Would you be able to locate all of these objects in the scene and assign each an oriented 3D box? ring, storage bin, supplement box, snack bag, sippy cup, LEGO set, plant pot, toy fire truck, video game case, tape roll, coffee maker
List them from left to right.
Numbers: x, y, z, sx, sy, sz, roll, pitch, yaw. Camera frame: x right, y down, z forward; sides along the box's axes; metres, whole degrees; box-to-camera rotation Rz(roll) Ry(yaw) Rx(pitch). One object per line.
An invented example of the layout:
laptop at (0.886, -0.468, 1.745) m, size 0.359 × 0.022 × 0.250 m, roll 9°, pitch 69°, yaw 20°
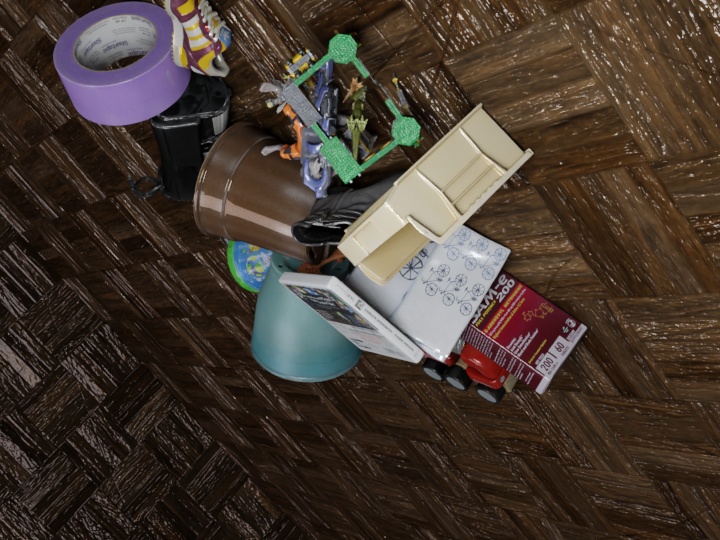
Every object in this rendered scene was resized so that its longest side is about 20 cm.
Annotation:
tape roll at (-0.376, -0.329, 1.555) m, size 0.199 × 0.200 × 0.085 m, roll 28°, pitch 152°, yaw 28°
coffee maker at (-0.301, -0.215, 1.644) m, size 0.135 × 0.192 × 0.200 m, roll 48°, pitch 159°, yaw 27°
sippy cup at (-0.155, -0.033, 1.810) m, size 0.178 × 0.140 × 0.130 m, roll 38°, pitch 149°, yaw -31°
plant pot at (-0.129, -0.112, 1.574) m, size 0.197 × 0.201 × 0.201 m, roll 24°, pitch 151°, yaw 20°
plant pot at (-0.088, 0.054, 1.686) m, size 0.199 × 0.200 × 0.189 m, roll 28°, pitch 131°, yaw 29°
LEGO set at (-0.016, -0.215, 1.300) m, size 0.200 × 0.154 × 0.116 m, roll 43°, pitch -170°, yaw -9°
video game case at (-0.017, 0.066, 1.448) m, size 0.182 × 0.023 × 0.200 m, roll 41°, pitch 166°, yaw -20°
ring at (0.000, 0.000, 1.551) m, size 0.200 × 0.200 × 0.019 m, roll 15°, pitch 117°, yaw 45°
snack bag at (0.088, 0.004, 1.426) m, size 0.199 × 0.189 × 0.021 m, roll 31°, pitch 175°, yaw 19°
storage bin at (0.088, -0.090, 1.261) m, size 0.094 × 0.199 × 0.200 m, roll 47°, pitch 156°, yaw -2°
toy fire truck at (0.162, 0.094, 1.571) m, size 0.175 × 0.129 × 0.200 m, roll 19°, pitch 157°, yaw 40°
supplement box at (0.217, 0.076, 1.443) m, size 0.200 × 0.109 × 0.061 m, roll 35°, pitch 156°, yaw 14°

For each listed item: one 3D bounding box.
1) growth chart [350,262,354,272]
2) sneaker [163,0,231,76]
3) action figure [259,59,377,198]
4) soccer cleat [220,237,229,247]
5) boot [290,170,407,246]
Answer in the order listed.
growth chart at (0.008, -0.008, 1.727) m, size 0.145 × 0.018 × 0.200 m, roll 48°, pitch 155°, yaw -13°
sneaker at (-0.232, -0.370, 1.447) m, size 0.090 × 0.075 × 0.200 m, roll 19°, pitch 151°, yaw 7°
action figure at (-0.058, -0.219, 1.425) m, size 0.193 × 0.104 × 0.201 m, roll 25°, pitch 118°, yaw 29°
soccer cleat at (-0.200, -0.046, 1.935) m, size 0.200 × 0.068 × 0.081 m, roll 42°, pitch 140°, yaw -5°
boot at (0.010, -0.078, 1.390) m, size 0.199 × 0.132 × 0.070 m, roll -13°, pitch 111°, yaw 20°
